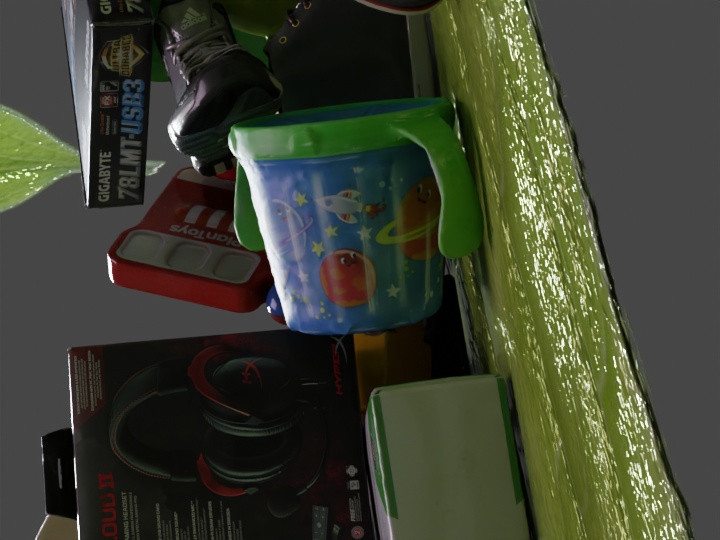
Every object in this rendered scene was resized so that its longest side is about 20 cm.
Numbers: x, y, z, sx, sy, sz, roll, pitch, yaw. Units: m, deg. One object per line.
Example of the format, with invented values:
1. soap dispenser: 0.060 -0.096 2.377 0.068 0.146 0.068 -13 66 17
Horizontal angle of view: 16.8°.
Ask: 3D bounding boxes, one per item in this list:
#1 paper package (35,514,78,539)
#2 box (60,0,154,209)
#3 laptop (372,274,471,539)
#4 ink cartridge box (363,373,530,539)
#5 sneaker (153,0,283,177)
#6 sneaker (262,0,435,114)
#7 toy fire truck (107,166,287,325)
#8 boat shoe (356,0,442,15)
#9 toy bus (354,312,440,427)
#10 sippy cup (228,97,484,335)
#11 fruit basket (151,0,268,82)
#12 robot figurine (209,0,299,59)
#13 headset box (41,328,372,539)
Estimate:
1. paper package: -0.134 0.238 1.649 0.191 0.199 0.104 -68 -27 -56
2. box: -0.181 -0.181 1.707 0.200 0.049 0.199 99 164 -54
3. laptop: 0.022 0.119 1.691 0.116 0.199 0.188 7 -110 -57
4. ink cartridge box: 0.051 0.152 1.479 0.200 0.083 0.147 99 162 -79
5. sneaker: -0.104 -0.135 1.567 0.200 0.075 0.116 113 137 -78
6. sneaker: -0.016 -0.187 1.573 0.075 0.106 0.201 109 152 -82
7. toy fire truck: -0.067 -0.019 1.781 0.168 0.199 0.112 -60 -21 -51
8. boat shoe: -0.022 -0.227 1.378 0.200 0.071 0.063 45 150 1
9. toy bus: 0.000 0.000 1.610 0.065 0.078 0.201 17 -118 -57
10. sippy cup: -0.004 -0.032 1.468 0.178 0.139 0.131 -127 30 -81
11. fruit basket: -0.085 -0.207 1.838 0.216 0.215 0.156 90 170 -67
12. robot figurine: -0.053 -0.248 1.670 0.176 0.115 0.201 52 -135 -50
13. headset box: -0.097 0.120 1.506 0.075 0.199 0.149 91 175 -74
